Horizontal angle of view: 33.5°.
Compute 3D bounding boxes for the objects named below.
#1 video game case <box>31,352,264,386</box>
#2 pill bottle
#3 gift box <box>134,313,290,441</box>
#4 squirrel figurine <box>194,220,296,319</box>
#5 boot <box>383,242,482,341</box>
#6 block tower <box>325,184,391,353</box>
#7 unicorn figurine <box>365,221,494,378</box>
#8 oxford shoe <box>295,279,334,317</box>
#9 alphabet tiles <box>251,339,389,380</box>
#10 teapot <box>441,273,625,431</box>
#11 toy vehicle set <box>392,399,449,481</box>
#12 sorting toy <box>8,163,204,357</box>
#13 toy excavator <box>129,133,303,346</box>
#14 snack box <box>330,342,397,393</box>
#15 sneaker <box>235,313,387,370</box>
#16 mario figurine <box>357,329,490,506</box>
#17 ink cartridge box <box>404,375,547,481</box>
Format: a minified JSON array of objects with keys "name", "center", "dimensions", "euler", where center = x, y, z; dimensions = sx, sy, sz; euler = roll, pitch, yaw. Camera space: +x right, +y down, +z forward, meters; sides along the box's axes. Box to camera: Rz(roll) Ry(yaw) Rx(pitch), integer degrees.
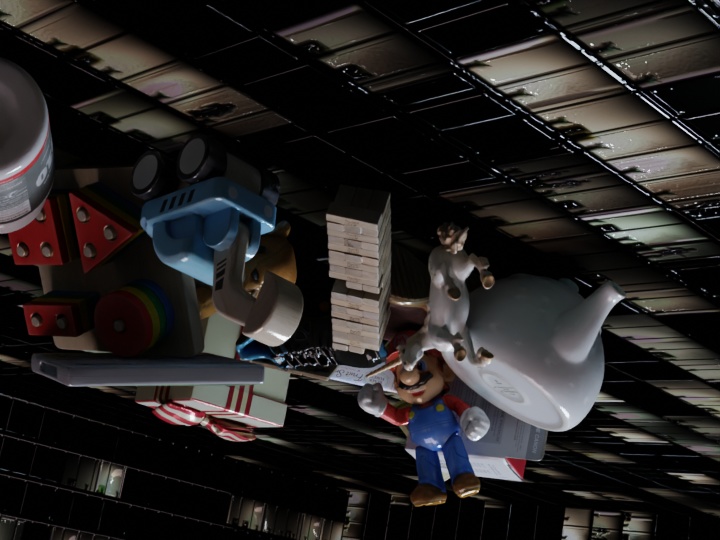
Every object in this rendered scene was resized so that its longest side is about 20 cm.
[{"name":"video game case","center":[-0.221,0.101,1.226],"dimensions":[0.198,0.022,0.182],"euler":[1,180,-26]},{"name":"pill bottle","center":[-0.337,-0.107,1.089],"dimensions":[0.113,0.115,0.200],"euler":[13,164,-9]},{"name":"gift box","center":[-0.209,0.145,1.739],"dimensions":[0.183,0.189,0.199],"euler":[20,160,-31]},{"name":"squirrel figurine","center":[-0.154,-0.004,1.344],"dimensions":[0.184,0.143,0.200],"euler":[-9,-178,14]},{"name":"boot","center":[0.025,0.039,1.380],"dimensions":[0.198,0.073,0.166],"euler":[11,150,-33]},{"name":"block tower","center":[0.000,0.000,1.216],"dimensions":[0.053,0.058,0.201],"euler":[10,140,10]},{"name":"unicorn figurine","center":[0.086,0.046,1.227],"dimensions":[0.073,0.202,0.137],"euler":[12,-169,-22]},{"name":"oxford shoe","center":[-0.028,0.040,1.513],"dimensions":[0.197,0.074,0.084],"euler":[7,-170,-3]},{"name":"alphabet tiles","center":[-0.051,0.085,1.499],"dimensions":[0.165,0.008,0.200],"euler":[11,-156,17]},{"name":"teapot","center":[0.192,0.072,1.318],"dimensions":[0.199,0.147,0.198],"euler":[24,160,31]},{"name":"toy vehicle set","center":[0.154,0.176,1.558],"dimensions":[0.124,0.199,0.027],"euler":[51,164,40]},{"name":"sorting toy","center":[-0.274,-0.004,1.240],"dimensions":[0.197,0.202,0.069],"euler":[1,-163,29]},{"name":"toy excavator","center":[-0.127,-0.019,1.102],"dimensions":[0.193,0.202,0.099],"euler":[-14,153,37]},{"name":"snack box","center":[-0.018,0.101,1.598],"dimensions":[0.198,0.054,0.142],"euler":[13,-164,-9]},{"name":"sneaker","center":[-0.058,0.090,1.390],"dimensions":[0.198,0.082,0.074],"euler":[7,130,39]},{"name":"mario figurine","center":[0.071,0.164,1.373],"dimensions":[0.122,0.202,0.106],"euler":[-9,162,-19]},{"name":"ink cartridge box","center":[0.165,0.147,1.464],"dimensions":[0.174,0.202,0.084],"euler":[2,154,26]}]
